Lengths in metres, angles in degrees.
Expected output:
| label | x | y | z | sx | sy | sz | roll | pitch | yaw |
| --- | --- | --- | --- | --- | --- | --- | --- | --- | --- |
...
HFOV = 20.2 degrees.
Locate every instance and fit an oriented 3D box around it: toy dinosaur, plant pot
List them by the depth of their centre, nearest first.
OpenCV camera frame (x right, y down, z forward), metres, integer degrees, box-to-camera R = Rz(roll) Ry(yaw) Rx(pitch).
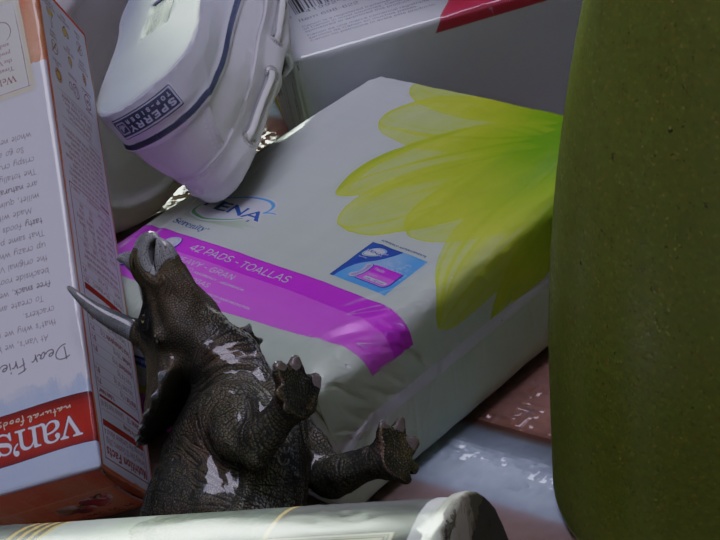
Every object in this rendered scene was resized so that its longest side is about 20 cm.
| label | x | y | z | sx | sy | sz | roll | pitch | yaw |
| --- | --- | --- | --- | --- | --- | --- | --- | --- | --- |
| plant pot | 0.139 | -0.025 | 0.654 | 0.186 | 0.201 | 0.187 | -10 | 29 | 6 |
| toy dinosaur | -0.043 | 0.086 | 0.659 | 0.077 | 0.201 | 0.102 | 17 | -23 | -39 |

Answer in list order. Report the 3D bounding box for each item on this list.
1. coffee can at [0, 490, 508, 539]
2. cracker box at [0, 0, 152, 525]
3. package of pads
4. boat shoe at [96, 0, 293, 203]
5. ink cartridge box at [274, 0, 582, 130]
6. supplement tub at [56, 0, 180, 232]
| label | x | y | z | sx | sy | sz | roll | pitch | yaw |
| --- | --- | --- | --- | --- | --- | --- | --- | --- | --- |
| coffee can | -0.062 | 0.136 | 0.516 | 0.199 | 0.147 | 0.147 | -5 | 30 | 15 |
| cracker box | -0.160 | 0.004 | 0.757 | 0.133 | 0.058 | 0.201 | -16 | 66 | 11 |
| package of pads | 0.000 | 0.000 | 0.808 | 0.154 | 0.069 | 0.200 | 18 | 42 | 42 |
| boat shoe | -0.063 | -0.096 | 0.871 | 0.073 | 0.065 | 0.200 | -28 | 26 | 27 |
| ink cartridge box | 0.023 | -0.122 | 0.995 | 0.144 | 0.084 | 0.200 | -17 | 29 | -5 |
| supplement tub | -0.184 | -0.097 | 0.983 | 0.199 | 0.141 | 0.140 | 10 | 37 | 36 |
